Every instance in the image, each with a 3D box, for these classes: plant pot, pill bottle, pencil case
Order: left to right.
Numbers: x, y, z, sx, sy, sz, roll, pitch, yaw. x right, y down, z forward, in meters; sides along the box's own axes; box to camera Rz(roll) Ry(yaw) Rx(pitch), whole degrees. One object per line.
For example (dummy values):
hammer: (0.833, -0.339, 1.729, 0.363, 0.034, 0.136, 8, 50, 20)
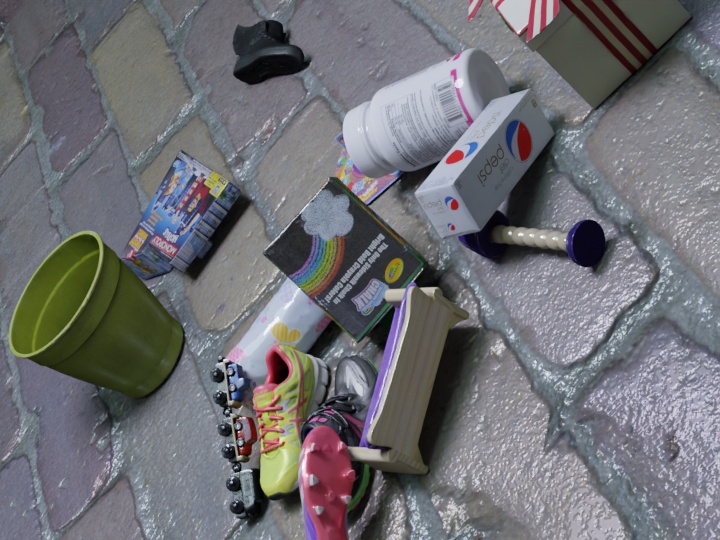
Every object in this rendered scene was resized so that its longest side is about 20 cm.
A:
plant pot: (-0.361, 0.080, 2.073, 0.199, 0.192, 0.202, -31, 39, 29)
pencil case: (-0.103, 0.083, 1.851, 0.201, 0.083, 0.091, -52, 13, 0)
pill bottle: (0.082, -0.192, 1.835, 0.198, 0.113, 0.115, -19, 45, 33)

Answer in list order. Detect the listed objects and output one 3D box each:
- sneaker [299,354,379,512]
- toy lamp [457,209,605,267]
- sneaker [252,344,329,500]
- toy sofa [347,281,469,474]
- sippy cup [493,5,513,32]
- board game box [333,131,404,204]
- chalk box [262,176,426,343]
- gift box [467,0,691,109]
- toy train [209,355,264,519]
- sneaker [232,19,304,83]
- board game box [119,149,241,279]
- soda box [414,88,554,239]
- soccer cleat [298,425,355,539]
sneaker: (-0.022, 0.178, 1.661, 0.076, 0.084, 0.202, -22, 44, 37)
toy lamp: (0.183, -0.037, 1.631, 0.199, 0.058, 0.059, 7, 65, 55)
sneaker: (-0.099, 0.179, 1.751, 0.078, 0.090, 0.202, -24, 44, 34)
toy sofa: (0.040, 0.117, 1.610, 0.082, 0.097, 0.203, -4, 64, 48)
sippy cup: (0.220, -0.396, 1.862, 0.129, 0.140, 0.180, -28, 52, 15)
board game box: (0.027, -0.182, 1.972, 0.199, 0.039, 0.159, -40, 35, 20)
chalk box: (0.000, 0.000, 1.734, 0.125, 0.200, 0.124, -47, 0, 4)
gift box: (0.241, -0.314, 1.690, 0.200, 0.186, 0.185, -45, 38, 9)
toy train: (-0.148, 0.200, 1.774, 0.045, 0.034, 0.203, -14, 74, 14)
sneaker: (-0.148, -0.363, 2.341, 0.199, 0.060, 0.106, -9, 57, 51)
board game box: (-0.276, -0.066, 2.224, 0.201, 0.061, 0.200, -55, 33, -1)
soda box: (0.146, -0.125, 1.688, 0.063, 0.069, 0.200, -11, 30, 46)
soccer cleat: (-0.041, 0.271, 1.566, 0.076, 0.066, 0.203, -30, 65, 53)
